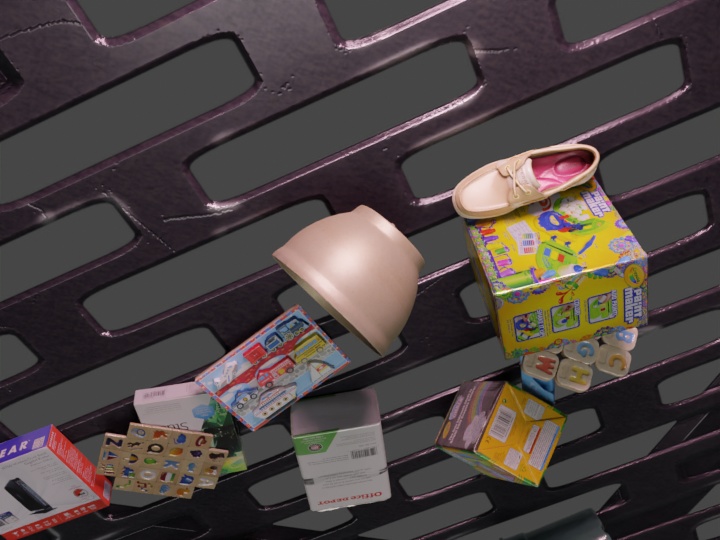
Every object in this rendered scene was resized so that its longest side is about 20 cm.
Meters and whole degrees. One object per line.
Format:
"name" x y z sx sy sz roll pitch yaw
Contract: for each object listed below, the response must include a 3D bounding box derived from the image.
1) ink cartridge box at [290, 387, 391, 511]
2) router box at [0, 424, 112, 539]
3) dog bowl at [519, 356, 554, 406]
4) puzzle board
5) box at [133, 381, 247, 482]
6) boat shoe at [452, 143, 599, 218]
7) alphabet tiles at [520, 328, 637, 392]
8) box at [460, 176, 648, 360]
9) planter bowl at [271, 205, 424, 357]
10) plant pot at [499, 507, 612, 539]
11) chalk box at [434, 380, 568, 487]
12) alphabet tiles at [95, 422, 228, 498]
"ink cartridge box" -0.031 0.306 1.325 0.146 0.084 0.200 -9 128 -1
"router box" -0.553 0.359 1.310 0.200 0.049 0.180 -21 127 8
"dog bowl" 0.276 0.125 1.221 0.049 0.112 0.200 0 130 15
"puzzle board" -0.133 0.157 1.217 0.200 0.017 0.151 -36 124 6
"box" -0.275 0.266 1.289 0.144 0.036 0.200 -9 129 -1
"boat shoe" 0.217 -0.124 1.027 0.200 0.069 0.074 -21 85 -1
"alphabet tiles" 0.303 0.069 1.130 0.195 0.200 0.015 19 162 5
"box" 0.254 -0.011 1.051 0.192 0.200 0.122 -14 128 4
"planter bowl" 0.000 0.000 1.045 0.135 0.200 0.200 -47 124 -7
"plant pot" 0.408 0.580 1.545 0.196 0.200 0.200 -28 127 4
"chalk box" 0.213 0.258 1.262 0.124 0.200 0.125 30 75 -11
"alphabet tiles" -0.328 0.317 1.296 0.200 0.006 0.167 12 124 -16
